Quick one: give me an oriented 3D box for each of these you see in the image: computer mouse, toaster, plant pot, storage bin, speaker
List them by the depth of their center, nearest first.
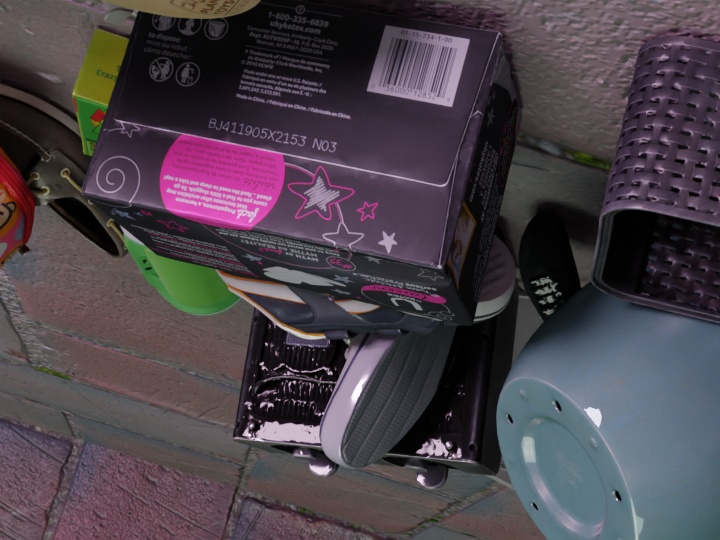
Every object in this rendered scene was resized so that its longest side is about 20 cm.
[{"bbox_3d":[0.223,-0.030,0.691,0.198,0.095,0.135,14,163,11],"label":"storage bin"},{"bbox_3d":[0.178,0.089,0.823,0.160,0.202,0.200,-24,179,-24],"label":"plant pot"},{"bbox_3d":[0.141,0.054,0.941,0.034,0.059,0.202,-13,110,15],"label":"computer mouse"},{"bbox_3d":[0.015,0.047,0.992,0.179,0.202,0.119,3,163,15],"label":"toaster"},{"bbox_3d":[-0.128,-0.029,1.039,0.087,0.089,0.200,14,163,7],"label":"speaker"}]

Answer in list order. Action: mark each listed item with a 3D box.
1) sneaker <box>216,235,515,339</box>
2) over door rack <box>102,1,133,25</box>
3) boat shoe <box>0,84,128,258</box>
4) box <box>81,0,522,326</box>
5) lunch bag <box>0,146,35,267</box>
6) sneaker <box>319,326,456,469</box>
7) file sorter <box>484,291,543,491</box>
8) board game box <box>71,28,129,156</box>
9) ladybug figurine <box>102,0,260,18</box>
[{"bbox_3d":[0.000,0.000,0.837,0.198,0.079,0.080,17,139,21],"label":"sneaker"},{"bbox_3d":[-0.237,-0.138,0.706,0.147,0.067,0.199,-35,157,20],"label":"over door rack"},{"bbox_3d":[-0.228,-0.073,1.035,0.071,0.060,0.200,6,160,32],"label":"boat shoe"},{"bbox_3d":[-0.025,-0.064,0.749,0.198,0.134,0.115,12,166,15],"label":"box"},{"bbox_3d":[-0.322,-0.075,0.982,0.200,0.082,0.176,43,160,-1],"label":"lunch bag"},{"bbox_3d":[0.020,0.032,0.900,0.070,0.201,0.073,14,158,39],"label":"sneaker"},{"bbox_3d":[0.184,0.114,1.080,0.124,0.140,0.199,4,160,47],"label":"file sorter"},{"bbox_3d":[-0.078,-0.083,0.885,0.198,0.048,0.102,17,162,-2],"label":"board game box"},{"bbox_3d":[-0.121,-0.174,0.595,0.198,0.073,0.135,23,163,-19],"label":"ladybug figurine"}]
